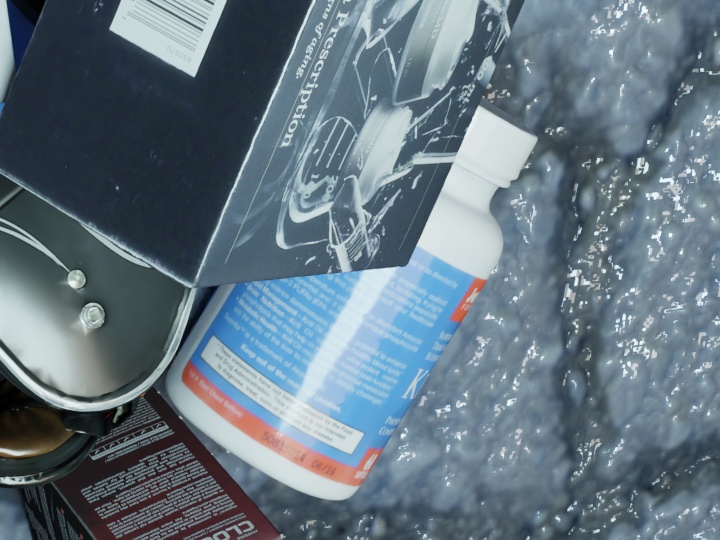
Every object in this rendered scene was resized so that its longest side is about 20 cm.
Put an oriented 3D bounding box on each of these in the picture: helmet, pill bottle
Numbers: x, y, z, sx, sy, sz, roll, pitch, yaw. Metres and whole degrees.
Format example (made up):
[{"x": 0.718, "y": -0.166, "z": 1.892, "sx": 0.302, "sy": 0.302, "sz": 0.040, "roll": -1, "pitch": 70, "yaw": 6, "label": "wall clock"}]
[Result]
[{"x": -0.173, "y": -0.008, "z": 1.124, "sx": 0.190, "sy": 0.200, "sz": 0.201, "roll": 21, "pitch": 103, "yaw": -12, "label": "helmet"}, {"x": 0.000, "y": 0.000, "z": 1.288, "sx": 0.112, "sy": 0.112, "sz": 0.201, "roll": 25, "pitch": 100, "yaw": -39, "label": "pill bottle"}]

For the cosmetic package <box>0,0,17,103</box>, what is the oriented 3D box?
[{"x": -0.211, "y": -0.149, "z": 0.954, "sx": 0.150, "sy": 0.052, "sz": 0.201, "roll": -10, "pitch": 98, "yaw": -25, "label": "cosmetic package"}]

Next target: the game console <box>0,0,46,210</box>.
[{"x": -0.203, "y": -0.098, "z": 1.000, "sx": 0.200, "sy": 0.116, "sz": 0.176, "roll": -42, "pitch": 140, "yaw": -19, "label": "game console"}]

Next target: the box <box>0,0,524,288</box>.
[{"x": -0.021, "y": -0.107, "z": 1.012, "sx": 0.182, "sy": 0.104, "sz": 0.201, "roll": -8, "pitch": 124, "yaw": -64, "label": "box"}]

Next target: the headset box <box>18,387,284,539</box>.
[{"x": -0.089, "y": 0.157, "z": 1.259, "sx": 0.077, "sy": 0.200, "sz": 0.149, "roll": -24, "pitch": 124, "yaw": -19, "label": "headset box"}]
